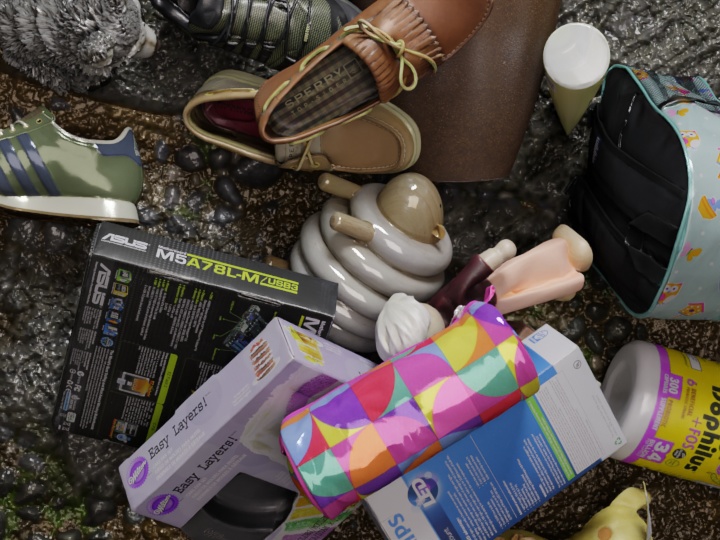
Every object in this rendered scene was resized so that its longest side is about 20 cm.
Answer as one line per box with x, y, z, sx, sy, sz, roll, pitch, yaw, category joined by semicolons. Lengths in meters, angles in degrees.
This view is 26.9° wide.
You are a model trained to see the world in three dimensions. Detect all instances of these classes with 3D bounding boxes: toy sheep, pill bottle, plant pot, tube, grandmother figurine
0.000;0.000;1.227;0.138;0.138;0.200;34;121;-8;toy sheep
0.310;0.134;1.291;0.199;0.104;0.105;16;88;-9;pill bottle
0.077;-0.178;1.225;0.186;0.187;0.201;-2;103;-9;plant pot
0.174;-0.159;1.221;0.058;0.200;0.052;-43;84;3;tube
0.094;0.022;1.184;0.199;0.122;0.061;-23;52;-31;grandmother figurine

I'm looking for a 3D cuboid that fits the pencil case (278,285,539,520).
0.034;0.098;1.097;0.199;0.088;0.089;-32;95;-6;pencil case

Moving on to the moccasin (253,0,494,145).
0.008;-0.157;1.113;0.201;0.078;0.074;-25;112;9;moccasin

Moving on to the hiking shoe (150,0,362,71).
-0.086;-0.193;1.188;0.199;0.101;0.076;19;107;28;hiking shoe

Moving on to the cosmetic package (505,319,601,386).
0.099;0.146;1.260;0.087;0.103;0.200;37;84;-8;cosmetic package

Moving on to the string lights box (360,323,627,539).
0.096;0.143;1.165;0.200;0.059;0.103;-33;115;-8;string lights box

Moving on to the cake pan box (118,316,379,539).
-0.062;0.141;1.183;0.200;0.052;0.184;-43;133;19;cake pan box

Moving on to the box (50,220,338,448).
-0.135;0.069;1.193;0.192;0.048;0.201;13;130;-9;box

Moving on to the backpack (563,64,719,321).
0.262;-0.053;1.214;0.152;0.200;0.177;10;116;-10;backpack

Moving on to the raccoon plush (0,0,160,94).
-0.258;-0.189;1.182;0.199;0.134;0.097;-3;93;-9;raccoon plush

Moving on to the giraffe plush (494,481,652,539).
0.166;0.272;1.258;0.161;0.173;0.201;-5;103;12;giraffe plush

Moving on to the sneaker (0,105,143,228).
-0.273;-0.090;1.221;0.199;0.067;0.090;8;82;-9;sneaker

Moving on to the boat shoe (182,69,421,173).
-0.051;-0.109;1.209;0.199;0.066;0.074;12;120;22;boat shoe
